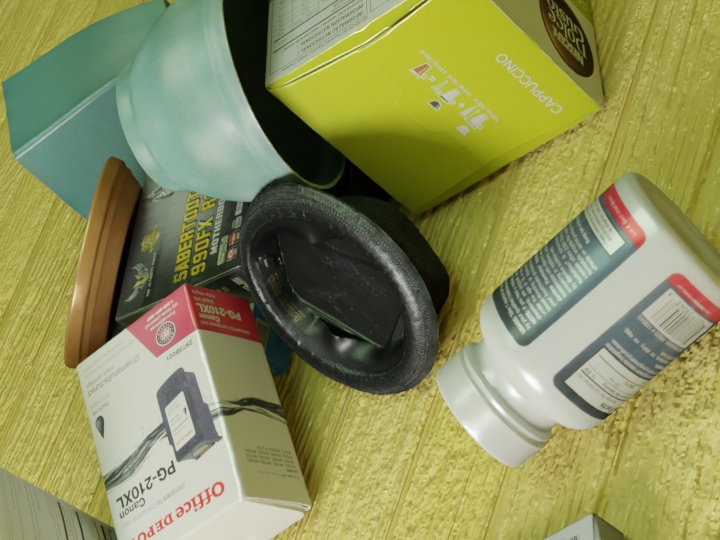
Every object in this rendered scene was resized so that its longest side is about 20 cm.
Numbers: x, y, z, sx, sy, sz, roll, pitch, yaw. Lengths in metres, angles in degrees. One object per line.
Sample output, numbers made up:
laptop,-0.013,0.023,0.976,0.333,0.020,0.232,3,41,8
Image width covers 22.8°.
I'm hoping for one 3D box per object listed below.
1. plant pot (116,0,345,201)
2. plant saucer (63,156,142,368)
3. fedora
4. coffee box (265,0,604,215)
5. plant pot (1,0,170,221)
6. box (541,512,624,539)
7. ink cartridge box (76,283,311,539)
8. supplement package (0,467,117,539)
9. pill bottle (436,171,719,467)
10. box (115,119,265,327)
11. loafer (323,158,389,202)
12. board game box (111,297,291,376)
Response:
plant pot,-0.117,-0.142,1.481,0.134,0.200,0.201,-19,47,21
plant saucer,-0.236,-0.005,1.662,0.200,0.037,0.201,-168,90,-86
fedora,0.000,0.000,1.438,0.200,0.201,0.092,-6,24,46
coffee box,0.060,-0.207,1.472,0.200,0.200,0.198,-29,42,29
plant pot,-0.245,-0.174,1.851,0.200,0.141,0.142,-35,40,13
box,0.117,0.278,1.156,0.156,0.041,0.201,-34,40,26
ink cartridge box,-0.141,0.137,1.471,0.145,0.084,0.201,-36,58,29
supplement package,-0.254,0.264,1.448,0.114,0.200,0.110,-44,37,15
pill bottle,0.153,0.039,1.240,0.200,0.119,0.120,-42,38,16
box,-0.135,-0.050,1.600,0.158,0.048,0.201,-21,47,36
loafer,-0.030,-0.038,1.547,0.073,0.071,0.201,-9,55,44
board game box,-0.137,0.017,1.637,0.195,0.056,0.201,-18,49,39
